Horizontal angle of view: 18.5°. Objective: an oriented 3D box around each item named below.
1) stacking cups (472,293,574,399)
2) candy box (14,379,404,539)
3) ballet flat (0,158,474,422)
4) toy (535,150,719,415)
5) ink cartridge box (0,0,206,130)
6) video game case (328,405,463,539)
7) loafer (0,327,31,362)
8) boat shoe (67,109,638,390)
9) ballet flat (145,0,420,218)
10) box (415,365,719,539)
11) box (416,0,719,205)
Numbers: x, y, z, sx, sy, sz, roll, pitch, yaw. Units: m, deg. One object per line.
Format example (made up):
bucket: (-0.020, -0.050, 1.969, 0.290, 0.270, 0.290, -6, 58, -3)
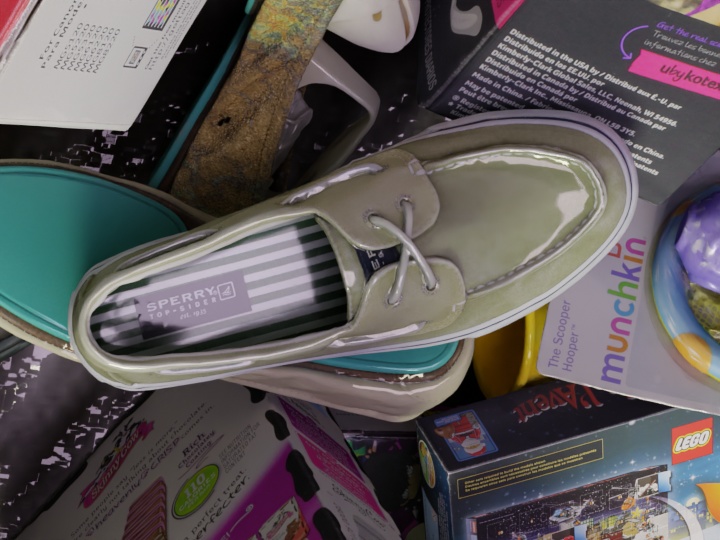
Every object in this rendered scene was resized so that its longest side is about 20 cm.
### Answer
stacking cups: (0.146, 0.030, 0.906, 0.198, 0.061, 0.061, 4, 110, -21)
candy box: (-0.054, 0.118, 0.797, 0.136, 0.200, 0.061, -47, 117, 7)
ballet flat: (-0.058, 0.012, 0.790, 0.198, 0.070, 0.070, 16, 106, -4)
toy: (0.176, 0.002, 0.834, 0.198, 0.116, 0.047, 14, 150, 1)
ink cartridge box: (-0.154, -0.128, 0.638, 0.199, 0.175, 0.084, 34, 100, 9)
video game case: (0.057, 0.154, 0.937, 0.180, 0.036, 0.202, 1, 111, -18)
loafer: (-0.209, 0.011, 0.781, 0.198, 0.073, 0.073, -9, 109, -15)
boat shoe: (0.000, 0.000, 0.727, 0.198, 0.062, 0.073, -19, 96, -2)
ballet flat: (-0.016, -0.082, 0.774, 0.070, 0.071, 0.201, 12, 131, -21)
box: (0.124, 0.097, 0.883, 0.198, 0.038, 0.138, -14, 124, -13)
box: (0.112, -0.137, 0.745, 0.105, 0.123, 0.200, 21, 136, -23)
